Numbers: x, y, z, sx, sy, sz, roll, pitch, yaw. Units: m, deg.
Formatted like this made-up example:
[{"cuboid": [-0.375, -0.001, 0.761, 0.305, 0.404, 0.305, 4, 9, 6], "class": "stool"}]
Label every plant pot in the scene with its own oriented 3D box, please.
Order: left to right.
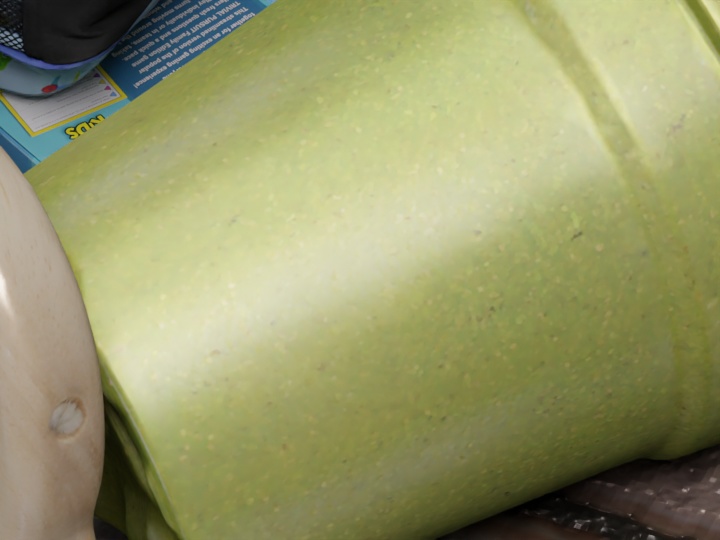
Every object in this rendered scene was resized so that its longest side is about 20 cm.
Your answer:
[{"cuboid": [0.000, 0.000, 0.758, 0.184, 0.201, 0.200, -28, 43, -16], "class": "plant pot"}]

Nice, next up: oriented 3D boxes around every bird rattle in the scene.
[{"cuboid": [-0.116, 0.005, 0.690, 0.112, 0.201, 0.163, -12, 23, -42], "class": "bird rattle"}]

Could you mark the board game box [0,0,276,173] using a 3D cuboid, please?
[{"cuboid": [-0.076, -0.075, 0.936, 0.151, 0.047, 0.200, -34, 60, -30], "class": "board game box"}]

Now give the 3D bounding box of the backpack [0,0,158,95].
[{"cuboid": [-0.129, -0.164, 0.877, 0.200, 0.147, 0.183, 29, 54, 9], "class": "backpack"}]
